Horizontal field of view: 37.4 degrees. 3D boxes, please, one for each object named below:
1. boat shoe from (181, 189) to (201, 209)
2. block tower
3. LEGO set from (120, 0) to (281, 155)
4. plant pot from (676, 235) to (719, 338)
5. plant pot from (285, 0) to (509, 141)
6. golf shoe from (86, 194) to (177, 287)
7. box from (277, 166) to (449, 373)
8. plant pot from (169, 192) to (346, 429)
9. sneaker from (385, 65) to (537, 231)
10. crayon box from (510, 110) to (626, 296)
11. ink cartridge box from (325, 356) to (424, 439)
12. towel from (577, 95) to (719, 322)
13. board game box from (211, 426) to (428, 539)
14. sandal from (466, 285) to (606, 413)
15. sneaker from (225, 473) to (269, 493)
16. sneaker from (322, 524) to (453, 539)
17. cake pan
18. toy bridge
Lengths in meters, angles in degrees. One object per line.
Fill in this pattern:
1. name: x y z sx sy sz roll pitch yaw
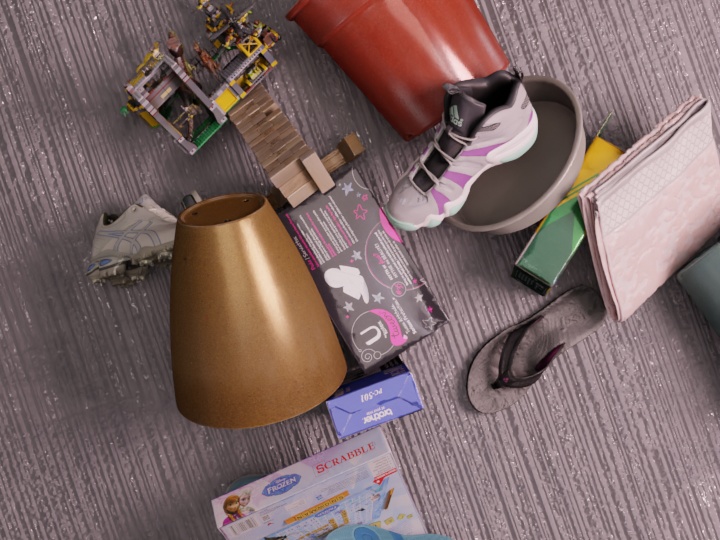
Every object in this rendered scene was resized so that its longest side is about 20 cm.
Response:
1. boat shoe: -0.181 0.008 1.234 0.061 0.073 0.201 -17 94 -5
2. block tower: -0.100 -0.149 1.187 0.058 0.054 0.200 -37 45 -1
3. LEGO set: -0.196 -0.237 1.191 0.200 0.116 0.154 -40 46 4
4. plant pot: 0.474 0.033 1.192 0.200 0.200 0.196 -39 82 -2
5. plant pot: 0.052 -0.265 1.193 0.200 0.201 0.196 -37 97 -2
6. golf shoe: -0.234 -0.045 1.200 0.199 0.078 0.098 -12 74 31
7. box: 0.000 0.000 1.207 0.114 0.132 0.201 -31 89 2
8. plant pot: -0.120 0.029 1.099 0.185 0.187 0.201 -10 113 -1
9. sneaker: 0.094 -0.139 1.107 0.200 0.140 0.078 -42 59 -9
10. crayon box: 0.246 -0.071 1.212 0.051 0.126 0.201 32 88 9
11. ink cartridge box: 0.012 0.135 1.169 0.093 0.200 0.044 -19 91 -1
12. towel: 0.333 -0.067 1.188 0.200 0.032 0.192 -39 131 -17
13. board game box: -0.037 0.281 1.183 0.199 0.041 0.200 -23 133 -2
14. sandal: 0.203 0.089 1.249 0.200 0.048 0.075 -41 90 -2
15. sneaker: -0.058 0.266 1.224 0.199 0.082 0.074 -7 90 -1
16. sneaker: 0.017 0.355 1.186 0.199 0.080 0.131 17 119 -32
17. cake pan: 0.169 -0.126 1.200 0.037 0.200 0.201 34 88 -40
18. toy bridge: -0.087 -0.093 1.234 0.200 0.067 0.027 -35 90 -23
